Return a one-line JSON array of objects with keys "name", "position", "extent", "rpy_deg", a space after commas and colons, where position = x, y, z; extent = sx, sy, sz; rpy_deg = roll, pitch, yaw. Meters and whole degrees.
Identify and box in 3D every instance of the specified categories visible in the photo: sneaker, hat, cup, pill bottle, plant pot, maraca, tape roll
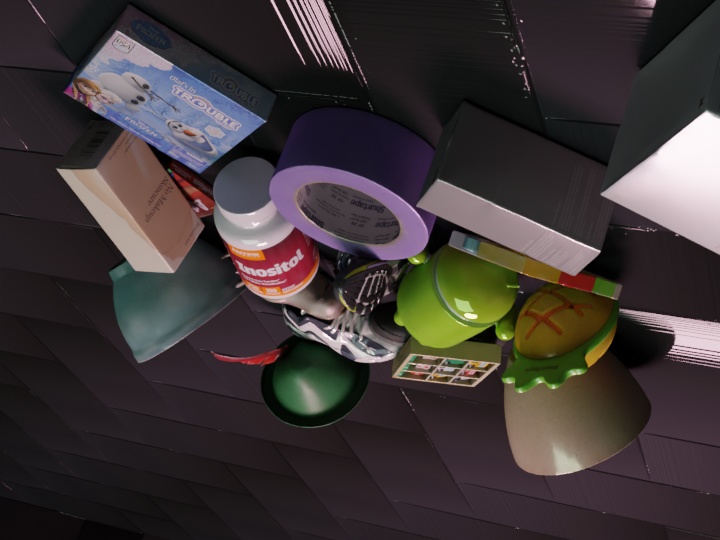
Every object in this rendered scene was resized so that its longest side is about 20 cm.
[{"name": "sneaker", "position": [0.000, 0.000, 1.754], "extent": [0.081, 0.074, 0.200], "rpy_deg": [25, -164, 14]}, {"name": "sneaker", "position": [0.104, 0.060, 1.899], "extent": [0.199, 0.074, 0.082], "rpy_deg": [1, 147, 15]}, {"name": "hat", "position": [-0.084, 0.124, 2.030], "extent": [0.165, 0.200, 0.176], "rpy_deg": [24, 151, 22]}, {"name": "sneaker", "position": [-0.032, 0.067, 1.992], "extent": [0.198, 0.080, 0.130], "rpy_deg": [21, 166, 23]}, {"name": "cup", "position": [0.273, 0.157, 1.853], "extent": [0.200, 0.200, 0.144], "rpy_deg": [-7, 115, 45]}, {"name": "pill bottle", "position": [-0.125, -0.056, 1.776], "extent": [0.112, 0.114, 0.200], "rpy_deg": [12, 154, 18]}, {"name": "plant pot", "position": [-0.279, 0.020, 1.987], "extent": [0.135, 0.200, 0.200], "rpy_deg": [55, 147, -9]}, {"name": "maraca", "position": [0.245, 0.081, 1.683], "extent": [0.137, 0.200, 0.107], "rpy_deg": [-14, 117, 37]}, {"name": "tape roll", "position": [-0.002, -0.100, 1.630], "extent": [0.199, 0.085, 0.200], "rpy_deg": [16, 155, 8]}]

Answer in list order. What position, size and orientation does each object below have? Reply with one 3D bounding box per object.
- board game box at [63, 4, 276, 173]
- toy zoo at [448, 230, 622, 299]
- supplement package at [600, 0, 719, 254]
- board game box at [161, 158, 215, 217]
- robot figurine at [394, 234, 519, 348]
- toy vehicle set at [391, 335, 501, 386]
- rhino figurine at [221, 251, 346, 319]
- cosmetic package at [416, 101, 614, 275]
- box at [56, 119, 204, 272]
[{"name": "board game box", "position": [-0.229, -0.208, 1.631], "extent": [0.199, 0.044, 0.199], "rpy_deg": [30, 152, -19]}, {"name": "toy zoo", "position": [0.194, -0.010, 1.607], "extent": [0.199, 0.021, 0.131], "rpy_deg": [14, -173, -39]}, {"name": "supplement package", "position": [0.359, -0.119, 1.240], "extent": [0.199, 0.148, 0.191], "rpy_deg": [25, 155, -10]}, {"name": "board game box", "position": [-0.277, -0.101, 1.914], "extent": [0.103, 0.020, 0.199], "rpy_deg": [35, 152, -30]}, {"name": "robot figurine", "position": [0.122, 0.028, 1.747], "extent": [0.175, 0.116, 0.200], "rpy_deg": [41, 147, -7]}, {"name": "toy vehicle set", "position": [0.117, 0.128, 1.921], "extent": [0.123, 0.027, 0.200], "rpy_deg": [6, 166, -4]}, {"name": "rhino figurine", "position": [-0.101, 0.009, 1.920], "extent": [0.199, 0.088, 0.060], "rpy_deg": [18, 155, 5]}, {"name": "cosmetic package", "position": [0.172, -0.088, 1.497], "extent": [0.199, 0.107, 0.090], "rpy_deg": [24, 156, -3]}, {"name": "box", "position": [-0.300, -0.096, 1.815], "extent": [0.077, 0.095, 0.200], "rpy_deg": [4, 142, 36]}]
